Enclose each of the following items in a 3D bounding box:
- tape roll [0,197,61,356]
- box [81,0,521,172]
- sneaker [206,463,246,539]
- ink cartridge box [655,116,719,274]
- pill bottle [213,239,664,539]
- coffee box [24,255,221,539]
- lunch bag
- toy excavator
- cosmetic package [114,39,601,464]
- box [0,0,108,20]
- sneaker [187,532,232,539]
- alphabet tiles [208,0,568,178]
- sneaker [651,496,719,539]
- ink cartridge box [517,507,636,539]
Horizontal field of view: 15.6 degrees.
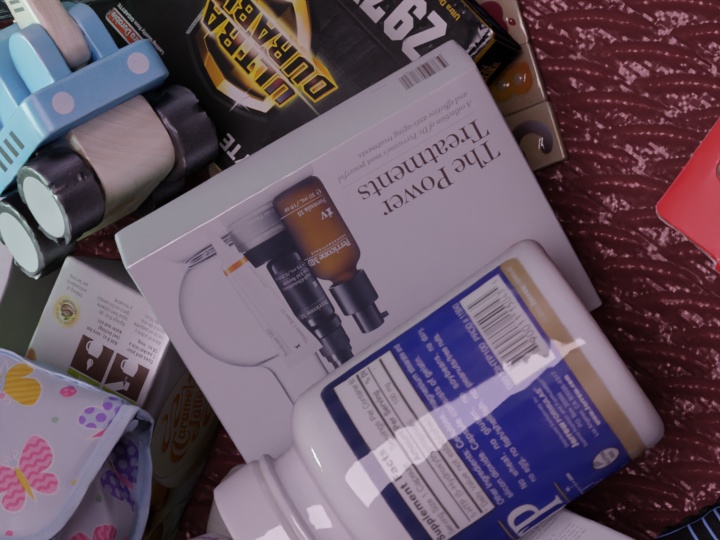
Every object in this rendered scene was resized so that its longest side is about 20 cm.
[{"bbox_3d":[-0.268,-0.020,1.503,0.200,0.066,0.201,-1,88,24],"label":"tape roll"},{"bbox_3d":[-0.036,-0.129,1.410,0.160,0.049,0.200,-46,68,11],"label":"box"},{"bbox_3d":[-0.059,0.203,1.396,0.075,0.081,0.200,-2,85,25],"label":"sneaker"},{"bbox_3d":[0.257,-0.011,1.276,0.200,0.067,0.116,40,102,20],"label":"ink cartridge box"},{"bbox_3d":[0.035,0.087,1.273,0.200,0.120,0.120,-35,75,3],"label":"pill bottle"},{"bbox_3d":[-0.141,0.099,1.417,0.080,0.114,0.200,26,97,22],"label":"coffee box"},{"bbox_3d":[-0.211,0.133,1.319,0.169,0.127,0.200,22,90,21],"label":"lunch bag"},{"bbox_3d":[-0.166,-0.119,1.366,0.100,0.194,0.200,-32,86,-26],"label":"toy excavator"},{"bbox_3d":[0.000,0.000,1.324,0.200,0.052,0.151,-30,116,0],"label":"cosmetic package"},{"bbox_3d":[-0.210,-0.220,1.470,0.200,0.044,0.160,-6,74,31],"label":"box"},{"bbox_3d":[-0.094,0.223,1.329,0.075,0.100,0.200,26,123,21],"label":"sneaker"},{"bbox_3d":[0.008,-0.074,1.419,0.200,0.006,0.167,-20,79,21],"label":"alphabet tiles"},{"bbox_3d":[0.198,0.133,1.300,0.200,0.070,0.078,-10,72,21],"label":"sneaker"},{"bbox_3d":[0.040,0.179,1.306,0.162,0.050,0.200,-44,26,-15],"label":"ink cartridge box"}]
